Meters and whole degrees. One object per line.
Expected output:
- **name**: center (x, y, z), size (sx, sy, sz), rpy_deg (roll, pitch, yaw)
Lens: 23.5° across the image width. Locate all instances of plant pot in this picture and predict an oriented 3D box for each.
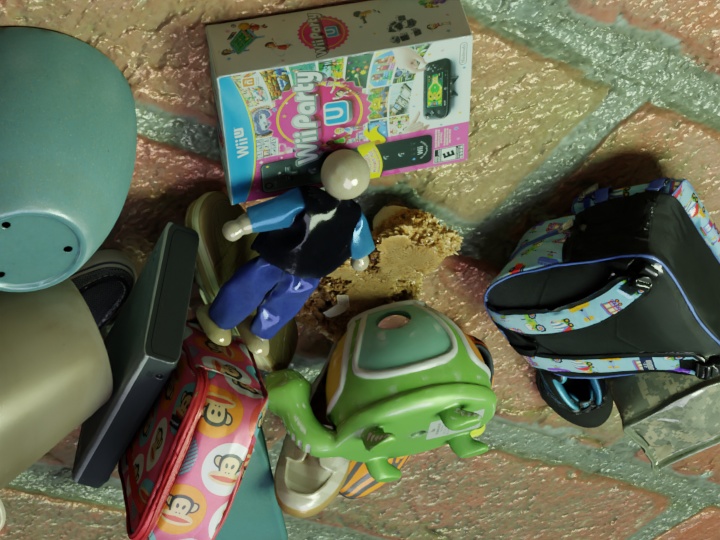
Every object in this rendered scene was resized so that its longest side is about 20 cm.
- **plant pot**: center (-0.297, 0.085, 1.367), size (0.173, 0.200, 0.200), rpy_deg (-23, 146, -23)
- **plant pot**: center (-0.260, -0.064, 1.312), size (0.199, 0.135, 0.201), rpy_deg (-10, 142, -8)
- **plant pot**: center (-0.159, 0.155, 1.624), size (0.141, 0.142, 0.201), rpy_deg (-12, 134, -6)

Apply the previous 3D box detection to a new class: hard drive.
- **hard drive**: center (-0.189, 0.074, 1.447), size (0.033, 0.140, 0.200), rpy_deg (18, 138, -15)

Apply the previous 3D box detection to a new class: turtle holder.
- **turtle holder**: center (0.023, 0.108, 1.535), size (0.185, 0.132, 0.141), rpy_deg (-24, 157, 20)

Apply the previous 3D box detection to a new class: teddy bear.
- **teddy bear**: center (0.000, 0.000, 1.555), size (0.144, 0.067, 0.200), rpy_deg (11, 142, -17)

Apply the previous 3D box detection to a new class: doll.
- **doll**: center (-0.056, -0.017, 1.397), size (0.136, 0.049, 0.200), rpy_deg (18, 124, -34)

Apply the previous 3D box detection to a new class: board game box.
- **board game box**: center (-0.016, -0.137, 1.369), size (0.199, 0.064, 0.148), rpy_deg (-10, 142, -6)

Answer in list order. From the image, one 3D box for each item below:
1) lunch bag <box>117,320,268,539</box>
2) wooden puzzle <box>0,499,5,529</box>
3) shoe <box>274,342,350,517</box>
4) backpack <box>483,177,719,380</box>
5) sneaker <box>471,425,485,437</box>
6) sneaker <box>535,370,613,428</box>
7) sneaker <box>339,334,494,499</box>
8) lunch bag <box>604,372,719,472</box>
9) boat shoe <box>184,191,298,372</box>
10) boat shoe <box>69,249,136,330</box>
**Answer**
- **lunch bag**: center (-0.145, 0.147, 1.430), size (0.082, 0.200, 0.177), rpy_deg (19, 102, -16)
- **wooden puzzle**: center (-0.418, 0.149, 1.514), size (0.184, 0.046, 0.201), rpy_deg (-10, 114, 20)
- **shoe**: center (-0.034, 0.139, 1.613), size (0.070, 0.201, 0.054), rpy_deg (9, 139, 17)
- **backpack**: center (0.223, 0.015, 1.580), size (0.199, 0.135, 0.183), rpy_deg (-11, 137, 35)
- **sneaker**: center (0.027, 0.149, 1.743), size (0.199, 0.074, 0.084), rpy_deg (-2, 158, -13)
- **sneaker**: center (0.215, 0.119, 1.753), size (0.073, 0.082, 0.200), rpy_deg (-25, 143, 8)
- **sneaker**: center (0.048, 0.138, 1.641), size (0.078, 0.112, 0.200), rpy_deg (41, 84, -12)
- **lunch bag**: center (0.334, 0.070, 1.666), size (0.199, 0.165, 0.118), rpy_deg (-28, 138, 14)
- **boat shoe**: center (-0.115, 0.012, 1.506), size (0.063, 0.073, 0.201), rpy_deg (7, 143, 29)
- **boat shoe**: center (-0.265, 0.073, 1.492), size (0.200, 0.093, 0.075), rpy_deg (-40, 134, 10)
